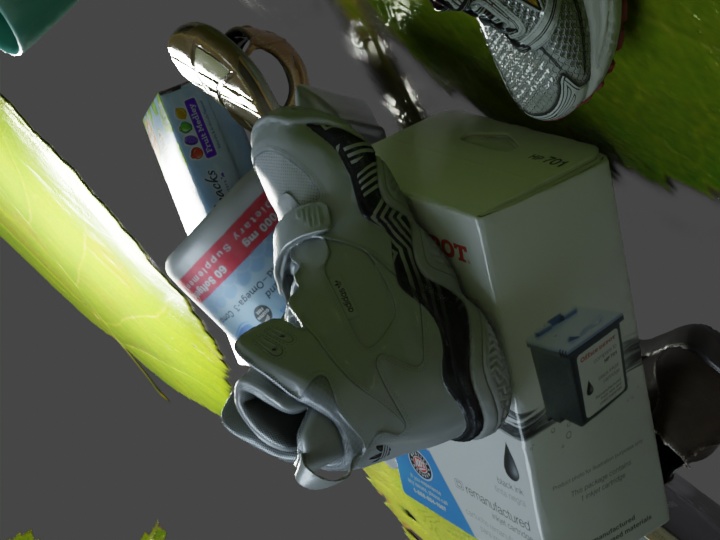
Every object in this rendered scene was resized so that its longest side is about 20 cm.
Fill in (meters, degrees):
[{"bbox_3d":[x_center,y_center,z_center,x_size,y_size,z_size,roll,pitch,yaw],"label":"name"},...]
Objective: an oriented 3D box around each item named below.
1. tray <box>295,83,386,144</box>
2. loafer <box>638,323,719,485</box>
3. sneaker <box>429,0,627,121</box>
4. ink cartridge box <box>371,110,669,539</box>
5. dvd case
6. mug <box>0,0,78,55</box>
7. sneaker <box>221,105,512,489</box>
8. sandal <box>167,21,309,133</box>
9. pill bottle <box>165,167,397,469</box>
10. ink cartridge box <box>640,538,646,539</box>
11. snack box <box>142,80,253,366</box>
[{"bbox_3d":[0.000,0.000,0.914,0.022,0.203,0.107,-5,179,19],"label":"tray"},{"bbox_3d":[0.156,0.080,0.902,0.073,0.071,0.200,42,167,7],"label":"loafer"},{"bbox_3d":[0.036,-0.125,0.608,0.078,0.082,0.201,31,162,43],"label":"sneaker"},{"bbox_3d":[0.070,0.035,0.838,0.146,0.085,0.202,23,133,57],"label":"ink cartridge box"},{"bbox_3d":[0.155,0.119,1.009,0.199,0.016,0.148,36,-168,27],"label":"dvd case"},{"bbox_3d":[-0.230,-0.236,0.990,0.185,0.114,0.152,44,167,2],"label":"mug"},{"bbox_3d":[-0.025,0.010,0.766,0.201,0.114,0.075,55,151,25],"label":"sneaker"},{"bbox_3d":[-0.059,-0.115,1.001,0.080,0.054,0.200,35,179,19],"label":"sandal"},{"bbox_3d":[-0.021,0.029,1.053,0.200,0.109,0.109,44,167,-4],"label":"pill bottle"},{"bbox_3d":[0.188,0.202,1.035,0.198,0.068,0.116,23,176,22],"label":"ink cartridge box"},{"bbox_3d":[-0.093,-0.032,1.174,0.142,0.052,0.202,169,79,-77],"label":"snack box"}]
